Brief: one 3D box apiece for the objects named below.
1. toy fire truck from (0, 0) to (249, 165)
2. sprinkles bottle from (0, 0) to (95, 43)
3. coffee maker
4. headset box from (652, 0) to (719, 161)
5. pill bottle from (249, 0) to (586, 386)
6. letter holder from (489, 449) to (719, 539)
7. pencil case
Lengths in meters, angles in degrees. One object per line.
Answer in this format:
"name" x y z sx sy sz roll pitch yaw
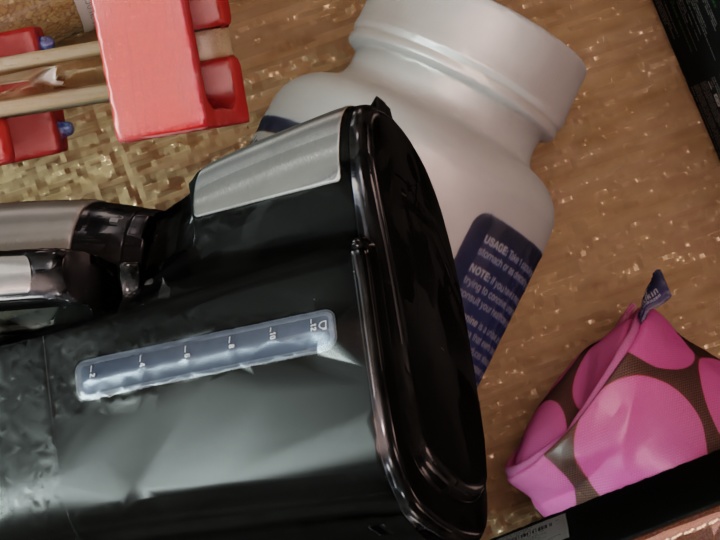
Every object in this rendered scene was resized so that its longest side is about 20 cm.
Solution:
"toy fire truck" -0.101 -0.058 0.810 0.141 0.200 0.049 -11 94 4
"sprinkles bottle" -0.069 -0.136 0.941 0.200 0.068 0.068 -26 90 -6
"coffee maker" -0.065 0.059 0.812 0.200 0.135 0.192 -10 98 16
"headset box" 0.227 -0.090 0.958 0.200 0.093 0.174 -22 90 -7
"pill bottle" 0.000 0.000 0.920 0.111 0.111 0.200 27 85 -4
"letter holder" 0.100 0.147 0.850 0.200 0.101 0.142 -22 92 3
"pencil case" 0.155 0.095 0.941 0.200 0.094 0.091 39 118 0
